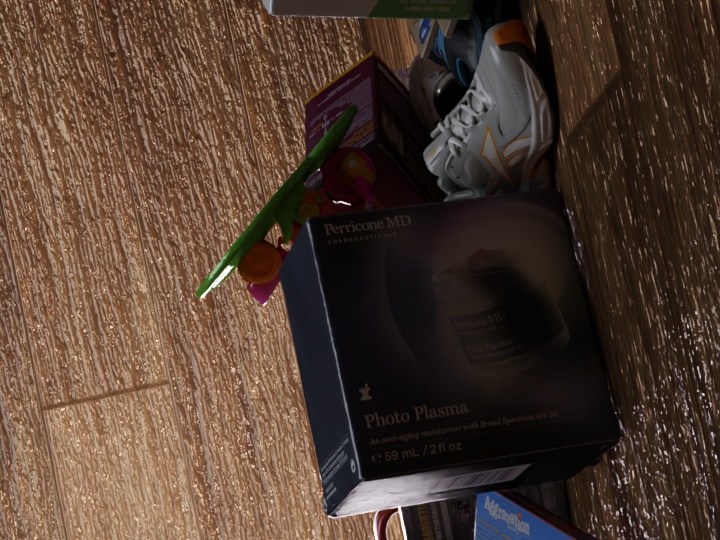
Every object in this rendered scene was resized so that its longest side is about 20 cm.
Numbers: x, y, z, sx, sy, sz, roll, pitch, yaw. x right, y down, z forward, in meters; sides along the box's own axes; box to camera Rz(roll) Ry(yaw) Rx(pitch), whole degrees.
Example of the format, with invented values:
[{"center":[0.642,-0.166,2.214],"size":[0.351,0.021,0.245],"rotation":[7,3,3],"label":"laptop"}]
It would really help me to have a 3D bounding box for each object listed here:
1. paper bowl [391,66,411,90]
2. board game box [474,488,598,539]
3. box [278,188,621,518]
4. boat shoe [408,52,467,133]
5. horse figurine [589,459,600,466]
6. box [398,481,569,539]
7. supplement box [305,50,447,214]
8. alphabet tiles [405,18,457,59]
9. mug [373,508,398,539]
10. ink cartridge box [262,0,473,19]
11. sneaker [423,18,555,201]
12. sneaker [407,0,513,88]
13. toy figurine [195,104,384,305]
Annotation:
[{"center":[0.069,-0.107,1.838],"size":[0.201,0.104,0.202],"rotation":[167,90,-89],"label":"paper bowl"},{"center":[0.136,0.229,1.325],"size":[0.200,0.019,0.103],"rotation":[-155,65,-63],"label":"board game box"},{"center":[0.060,0.059,1.339],"size":[0.123,0.199,0.199],"rotation":[122,138,-65],"label":"box"},{"center":[0.089,-0.149,1.617],"size":[0.200,0.070,0.069],"rotation":[-106,13,-45],"label":"boat shoe"},{"center":[0.132,0.078,1.477],"size":[0.200,0.050,0.132],"rotation":[61,-160,13],"label":"horse figurine"},{"center":[0.111,0.201,1.716],"size":[0.048,0.158,0.201],"rotation":[-106,3,-69],"label":"box"},{"center":[0.015,-0.095,1.623],"size":[0.110,0.086,0.200],"rotation":[47,-161,-24],"label":"supplement box"},{"center":[0.063,-0.262,1.371],"size":[0.200,0.008,0.168],"rotation":[-106,31,-56],"label":"alphabet tiles"},{"center":[0.122,0.289,1.946],"size":[0.133,0.177,0.201],"rotation":[-44,-59,-63],"label":"mug"},{"center":[0.007,-0.279,1.239],"size":[0.088,0.145,0.201],"rotation":[-113,25,-65],"label":"ink cartridge box"},{"center":[0.091,-0.102,1.335],"size":[0.200,0.092,0.076],"rotation":[81,176,-57],"label":"sneaker"},{"center":[0.081,-0.179,1.450],"size":[0.200,0.073,0.082],"rotation":[101,158,-86],"label":"sneaker"},{"center":[0.000,0.000,1.472],"size":[0.184,0.200,0.150],"rotation":[39,175,-2],"label":"toy figurine"}]
